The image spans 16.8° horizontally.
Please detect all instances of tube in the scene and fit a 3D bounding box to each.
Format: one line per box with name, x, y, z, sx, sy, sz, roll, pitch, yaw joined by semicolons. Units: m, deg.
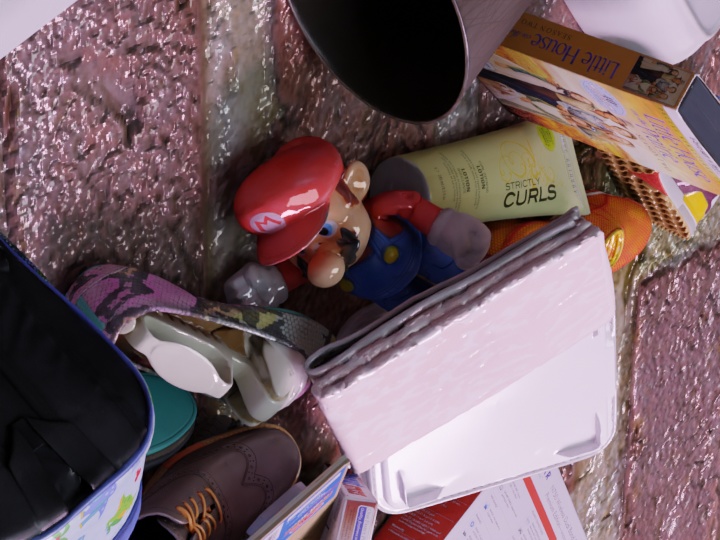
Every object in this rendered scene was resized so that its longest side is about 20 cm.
tube;0.087;-0.063;1.617;0.200;0.052;0.058;-12;129;-50

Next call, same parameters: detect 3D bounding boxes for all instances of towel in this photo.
towel;0.064;0.045;1.498;0.200;0.032;0.191;-30;160;-2

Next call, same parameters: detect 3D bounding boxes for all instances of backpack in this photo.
backpack;-0.206;0.082;1.200;0.183;0.200;0.147;-37;156;-35

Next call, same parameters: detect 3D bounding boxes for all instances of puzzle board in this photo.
puzzle board;-0.090;0.195;1.409;0.200;0.017;0.151;-40;165;-26

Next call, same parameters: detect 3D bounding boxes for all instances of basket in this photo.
basket;0.063;-0.216;1.432;0.200;0.136;0.181;-48;145;-28

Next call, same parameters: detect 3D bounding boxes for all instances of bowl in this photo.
bowl;0.220;-0.248;1.660;0.200;0.075;0.200;-56;142;-14

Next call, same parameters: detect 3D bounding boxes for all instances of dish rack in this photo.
dish rack;0.086;0.082;1.632;0.200;0.044;0.172;-16;126;-15

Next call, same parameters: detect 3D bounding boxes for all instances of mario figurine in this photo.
mario figurine;0.000;0.000;1.477;0.200;0.106;0.124;30;89;-43

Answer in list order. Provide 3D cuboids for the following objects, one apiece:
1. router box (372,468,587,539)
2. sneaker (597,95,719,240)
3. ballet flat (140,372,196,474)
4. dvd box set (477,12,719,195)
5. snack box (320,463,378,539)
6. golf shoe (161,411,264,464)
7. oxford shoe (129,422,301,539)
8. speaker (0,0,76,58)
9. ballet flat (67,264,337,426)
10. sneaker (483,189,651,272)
router box;0.084;0.222;1.777;0.180;0.049;0.200;-49;141;-22
sneaker;0.219;-0.107;1.744;0.090;0.075;0.200;-54;151;-15
ballet flat;-0.172;0.108;1.378;0.200;0.073;0.073;-21;126;-56
dvd box set;0.150;-0.110;1.541;0.029;0.200;0.146;-60;145;-7
snack box;-0.015;0.166;1.531;0.200;0.024;0.072;-166;-93;-86
golf shoe;-0.108;0.184;1.473;0.200;0.078;0.097;-48;126;-21
oxford shoe;-0.099;0.150;1.385;0.200;0.073;0.071;-37;98;-32
speaker;-0.178;-0.153;1.200;0.200;0.081;0.081;-43;139;-29
ballet flat;-0.083;0.051;1.413;0.200;0.071;0.069;21;116;-42
sneaker;0.149;-0.009;1.705;0.200;0.077;0.073;-15;120;-49
